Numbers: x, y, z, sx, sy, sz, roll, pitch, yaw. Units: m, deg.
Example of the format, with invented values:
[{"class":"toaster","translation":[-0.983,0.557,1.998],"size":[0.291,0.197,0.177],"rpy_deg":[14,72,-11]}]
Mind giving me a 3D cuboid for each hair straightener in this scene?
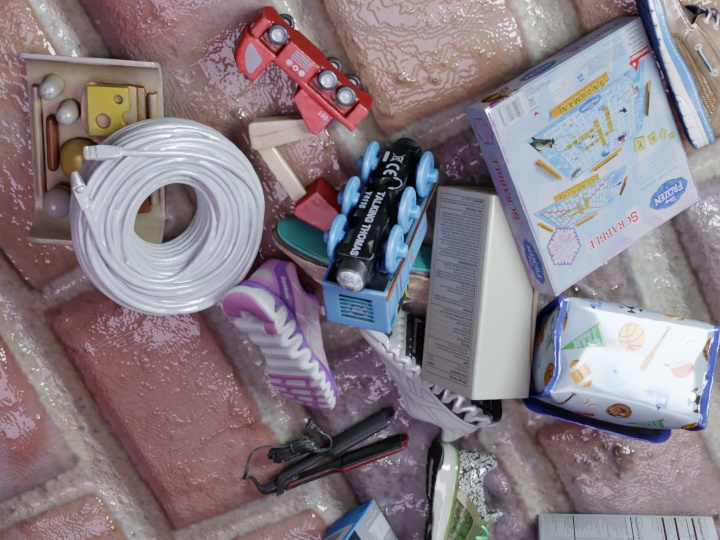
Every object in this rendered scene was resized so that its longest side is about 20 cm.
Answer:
[{"class":"hair straightener","translation":[-0.049,0.194,1.641],"size":[0.198,0.041,0.078],"rpy_deg":[-21,109,17]}]

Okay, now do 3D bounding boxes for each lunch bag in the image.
[{"class":"lunch bag","translation":[0.255,0.101,1.491],"size":[0.168,0.200,0.125],"rpy_deg":[13,85,-2]}]

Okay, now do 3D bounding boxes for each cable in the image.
[{"class":"cable","translation":[-0.196,-0.054,1.491],"size":[0.198,0.069,0.202],"rpy_deg":[-12,116,-21]}]

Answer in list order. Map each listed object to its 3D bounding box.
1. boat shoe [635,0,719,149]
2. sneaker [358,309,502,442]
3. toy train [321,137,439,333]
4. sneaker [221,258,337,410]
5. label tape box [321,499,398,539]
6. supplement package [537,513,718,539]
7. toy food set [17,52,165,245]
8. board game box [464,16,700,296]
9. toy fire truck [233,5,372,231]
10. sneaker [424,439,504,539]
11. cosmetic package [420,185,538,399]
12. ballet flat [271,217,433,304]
[{"class":"boat shoe","translation":[0.320,-0.219,1.422],"size":[0.072,0.072,0.201],"rpy_deg":[-23,119,8]},{"class":"sneaker","translation":[0.061,0.115,1.572],"size":[0.081,0.076,0.200],"rpy_deg":[-33,116,32]},{"class":"toy train","translation":[0.021,-0.039,1.456],"size":[0.086,0.201,0.115],"rpy_deg":[11,138,14]},{"class":"sneaker","translation":[-0.067,0.065,1.564],"size":[0.080,0.089,0.201],"rpy_deg":[4,138,34]},{"class":"label tape box","translation":[0.027,0.372,1.622],"size":[0.066,0.143,0.201],"rpy_deg":[-33,91,19]},{"class":"supplement package","translation":[0.294,0.389,1.630],"size":[0.197,0.147,0.194],"rpy_deg":[0,113,6]},{"class":"toy food set","translation":[-0.276,-0.122,1.511],"size":[0.142,0.061,0.202],"rpy_deg":[4,113,3]},{"class":"board game box","translation":[0.219,-0.112,1.429],"size":[0.199,0.041,0.201],"rpy_deg":[-31,111,-21]},{"class":"toy fire truck","translation":[-0.064,-0.151,1.488],"size":[0.200,0.049,0.141],"rpy_deg":[41,111,-11]},{"class":"sneaker","translation":[0.117,0.287,1.633],"size":[0.087,0.077,0.203],"rpy_deg":[1,104,-4]},{"class":"cosmetic package","translation":[0.122,0.020,1.478],"size":[0.072,0.103,0.203],"rpy_deg":[0,99,-30]},{"class":"ballet flat","translation":[0.000,0.000,1.539],"size":[0.197,0.068,0.068],"rpy_deg":[14,132,0]}]
